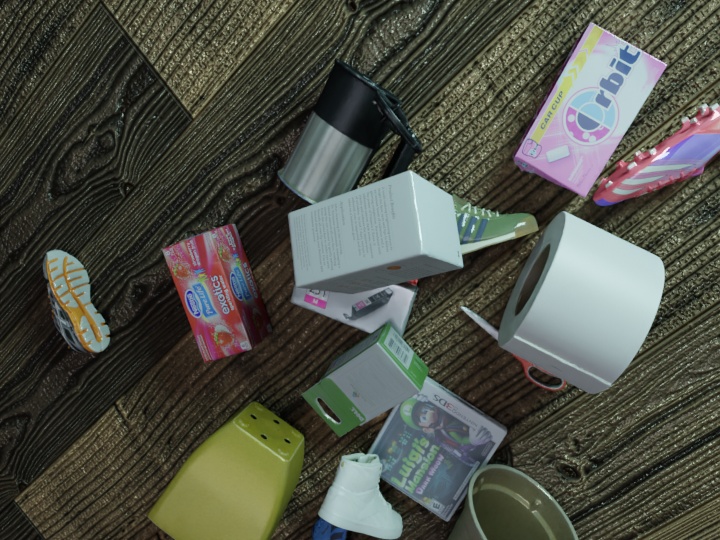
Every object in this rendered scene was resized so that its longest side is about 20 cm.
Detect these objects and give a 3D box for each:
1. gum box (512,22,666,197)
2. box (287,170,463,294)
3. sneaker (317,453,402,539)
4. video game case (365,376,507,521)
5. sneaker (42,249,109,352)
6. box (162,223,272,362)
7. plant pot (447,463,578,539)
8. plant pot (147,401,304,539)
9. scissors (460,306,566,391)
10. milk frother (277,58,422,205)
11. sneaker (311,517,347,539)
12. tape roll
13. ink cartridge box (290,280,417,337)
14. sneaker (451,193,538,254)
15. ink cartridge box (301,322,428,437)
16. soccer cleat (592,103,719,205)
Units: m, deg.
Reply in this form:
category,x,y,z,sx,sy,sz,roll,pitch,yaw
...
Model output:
category,x,y,z,sx,sy,sz,roll,pitch,yaw
gum box,0.305,-0.211,0.774,0.112,0.066,0.204,29,107,5
box,0.022,-0.042,0.782,0.195,0.151,0.110,-14,77,28
sneaker,0.023,0.374,0.942,0.072,0.199,0.118,10,72,44
video game case,0.121,0.299,0.952,0.179,0.023,0.203,30,107,6
sneaker,-0.540,0.063,1.038,0.075,0.078,0.205,-15,97,25
box,-0.237,0.037,0.945,0.097,0.095,0.205,-16,98,17
plant pot,0.212,0.452,0.889,0.197,0.201,0.186,31,119,5
plant pot,-0.199,0.351,0.960,0.193,0.194,0.203,33,98,5
scissors,0.238,0.126,0.890,0.195,0.014,0.075,22,108,7
milk frother,-0.013,-0.169,0.794,0.178,0.200,0.191,31,108,1
sneaker,-0.052,0.455,1.006,0.076,0.066,0.206,16,105,13
tape roll,0.291,0.043,0.763,0.136,0.203,0.207,25,107,6
ink cartridge box,0.000,0.000,0.908,0.195,0.044,0.178,20,107,9
sneaker,0.159,-0.073,0.840,0.195,0.067,0.093,-16,89,11
ink cartridge box,0.005,0.183,0.920,0.104,0.060,0.199,47,124,-7
soccer cleat,0.417,-0.141,0.766,0.198,0.067,0.077,-37,96,15
